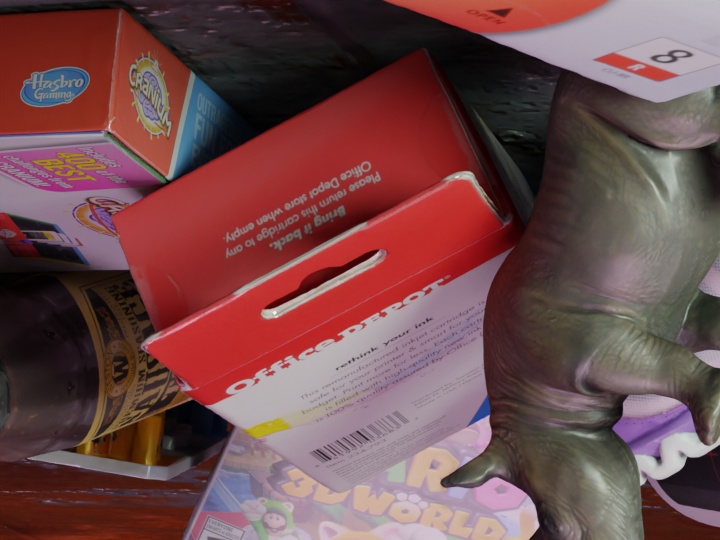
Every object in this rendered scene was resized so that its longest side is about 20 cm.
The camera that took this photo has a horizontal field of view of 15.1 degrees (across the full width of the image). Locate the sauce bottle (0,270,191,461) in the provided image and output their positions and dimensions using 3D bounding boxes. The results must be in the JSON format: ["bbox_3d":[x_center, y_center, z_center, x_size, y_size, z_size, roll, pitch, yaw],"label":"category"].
[{"bbox_3d":[-0.108,0.033,0.973,0.066,0.066,0.200,-4,-170,28],"label":"sauce bottle"}]

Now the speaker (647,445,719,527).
[{"bbox_3d":[0.155,0.057,0.978,0.081,0.082,0.200,5,177,-5],"label":"speaker"}]

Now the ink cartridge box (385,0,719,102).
[{"bbox_3d":[0.086,-0.095,0.620,0.162,0.050,0.199,16,164,-38],"label":"ink cartridge box"}]

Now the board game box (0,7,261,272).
[{"bbox_3d":[-0.141,-0.038,0.905,0.199,0.041,0.153,-1,164,18],"label":"board game box"}]

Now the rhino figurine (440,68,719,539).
[{"bbox_3d":[0.077,0.012,0.789,0.087,0.201,0.060,27,-157,23],"label":"rhino figurine"}]

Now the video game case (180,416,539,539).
[{"bbox_3d":[0.023,0.073,1.052,0.142,0.018,0.200,23,131,-3],"label":"video game case"}]

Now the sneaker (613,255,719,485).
[{"bbox_3d":[0.113,-0.004,0.844,0.088,0.081,0.200,46,130,-13],"label":"sneaker"}]

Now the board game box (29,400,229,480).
[{"bbox_3d":[-0.161,0.051,1.132,0.199,0.026,0.200,10,-178,5],"label":"board game box"}]

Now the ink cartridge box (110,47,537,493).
[{"bbox_3d":[0.000,0.000,0.876,0.116,0.068,0.200,-28,158,7],"label":"ink cartridge box"}]
